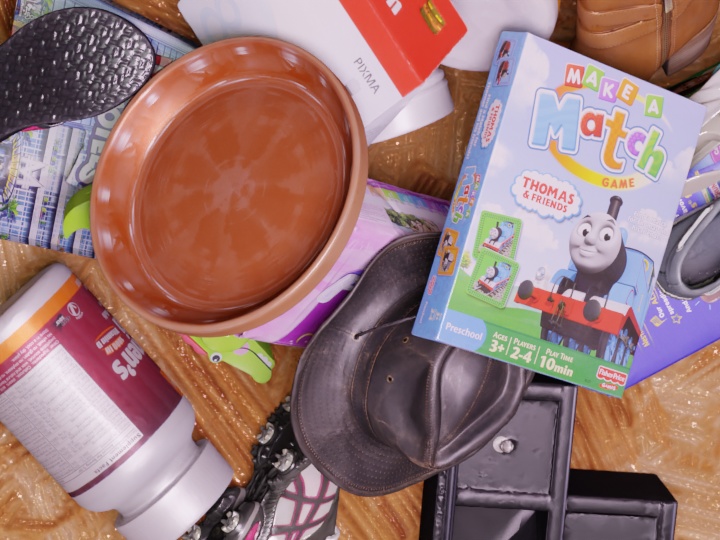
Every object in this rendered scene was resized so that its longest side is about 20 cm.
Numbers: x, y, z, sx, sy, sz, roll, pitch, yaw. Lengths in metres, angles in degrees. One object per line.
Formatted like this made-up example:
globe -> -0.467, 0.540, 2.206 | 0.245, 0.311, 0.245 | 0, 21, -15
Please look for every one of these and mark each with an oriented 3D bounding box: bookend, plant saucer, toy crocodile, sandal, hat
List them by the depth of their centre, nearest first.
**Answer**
plant saucer -> -0.084, -0.053, 1.239 | 0.199, 0.032, 0.201 | -9, 68, 24
hat -> 0.057, 0.077, 1.273 | 0.200, 0.081, 0.201 | -14, 120, -25
sandal -> -0.229, -0.125, 1.313 | 0.199, 0.045, 0.075 | -21, 95, 17
toy crocodile -> -0.129, 0.011, 1.346 | 0.062, 0.068, 0.200 | -36, 125, 9
bookend -> 0.148, 0.158, 1.412 | 0.199, 0.092, 0.200 | 5, 100, -4

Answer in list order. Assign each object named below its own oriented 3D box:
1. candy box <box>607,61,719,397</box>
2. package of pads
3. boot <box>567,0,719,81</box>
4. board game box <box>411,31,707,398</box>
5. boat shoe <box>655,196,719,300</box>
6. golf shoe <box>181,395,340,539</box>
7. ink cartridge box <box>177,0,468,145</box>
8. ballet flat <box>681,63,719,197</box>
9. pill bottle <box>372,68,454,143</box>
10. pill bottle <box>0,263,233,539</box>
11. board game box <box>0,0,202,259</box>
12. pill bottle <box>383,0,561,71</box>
candy box -> 0.222, -0.033, 1.388 | 0.199, 0.077, 0.170 | -28, 99, 0
package of pads -> 0.000, 0.000, 1.323 | 0.200, 0.076, 0.121 | 12, 128, -48
boot -> 0.160, -0.147, 1.282 | 0.200, 0.155, 0.077 | -34, 67, -3
board game box -> 0.130, -0.034, 1.233 | 0.151, 0.037, 0.201 | 18, 87, -28
boat shoe -> 0.288, -0.043, 1.321 | 0.200, 0.062, 0.073 | -33, 100, 1
golf shoe -> -0.045, 0.160, 1.424 | 0.088, 0.077, 0.200 | 35, 100, -28
ink cartridge box -> -0.029, -0.164, 1.249 | 0.047, 0.200, 0.160 | -28, 81, -33
ballet flat -> 0.249, -0.101, 1.304 | 0.200, 0.069, 0.070 | -36, 100, 6
pill bottle -> -0.003, -0.193, 1.333 | 0.109, 0.109, 0.201 | -20, 100, 1
pill bottle -> -0.189, 0.101, 1.378 | 0.109, 0.110, 0.200 | -41, 100, 5
board game box -> -0.158, -0.098, 1.368 | 0.199, 0.062, 0.201 | 12, 99, -4
pill bottle -> 0.089, -0.239, 1.280 | 0.116, 0.117, 0.201 | 19, 55, -6
